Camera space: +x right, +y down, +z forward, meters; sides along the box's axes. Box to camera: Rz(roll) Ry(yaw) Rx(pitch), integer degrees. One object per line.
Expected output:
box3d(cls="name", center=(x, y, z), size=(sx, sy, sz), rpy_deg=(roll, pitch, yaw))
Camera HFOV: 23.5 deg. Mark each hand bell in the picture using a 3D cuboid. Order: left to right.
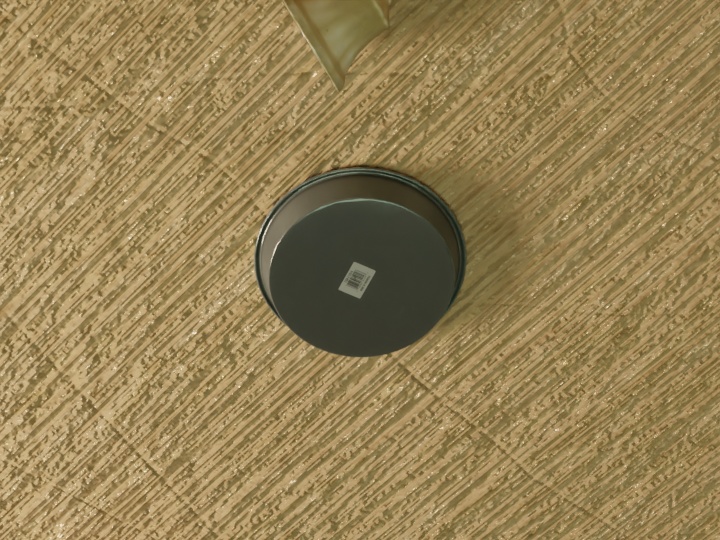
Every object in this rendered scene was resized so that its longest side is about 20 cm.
box3d(cls="hand bell", center=(0.038, -0.247, 1.453), size=(0.200, 0.104, 0.104), rpy_deg=(-32, 117, 3))

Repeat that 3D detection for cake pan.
box3d(cls="cake pan", center=(0.000, 0.000, 1.612), size=(0.200, 0.037, 0.200), rpy_deg=(0, 121, 0))
